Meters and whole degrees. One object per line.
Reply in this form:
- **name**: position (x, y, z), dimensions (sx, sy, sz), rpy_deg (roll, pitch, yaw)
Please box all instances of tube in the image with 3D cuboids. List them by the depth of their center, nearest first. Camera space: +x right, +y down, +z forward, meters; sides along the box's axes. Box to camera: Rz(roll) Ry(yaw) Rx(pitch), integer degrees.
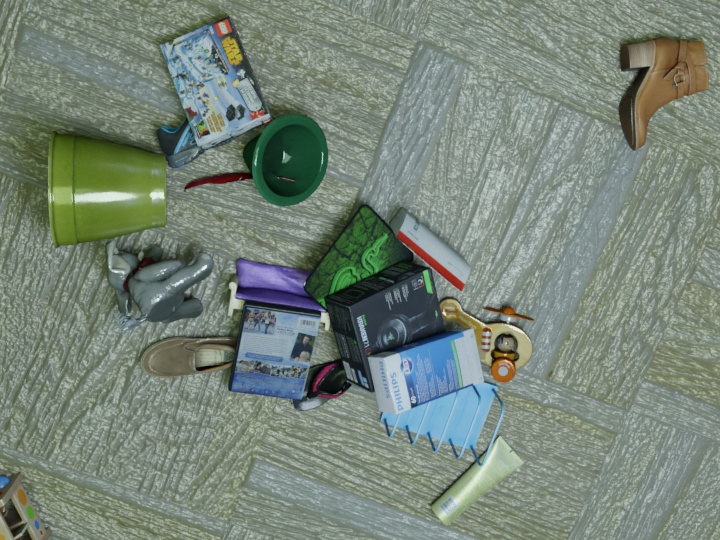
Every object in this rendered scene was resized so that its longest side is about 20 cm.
- **tube**: position (0.229, 0.423, 1.862), dimensions (0.200, 0.052, 0.058), rpy_deg (-43, 143, 2)

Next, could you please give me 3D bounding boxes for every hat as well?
- **hat**: position (-0.187, -0.213, 1.713), dimensions (0.199, 0.176, 0.167), rpy_deg (-8, 109, -43)

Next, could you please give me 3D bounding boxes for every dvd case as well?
- **dvd case**: position (-0.160, 0.149, 1.723), dimensions (0.142, 0.018, 0.201), rpy_deg (9, 121, -10)

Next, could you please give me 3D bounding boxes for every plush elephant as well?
- **plush elephant**: position (-0.387, 0.016, 1.692), dimensions (0.199, 0.165, 0.155), rpy_deg (-27, 63, -30)

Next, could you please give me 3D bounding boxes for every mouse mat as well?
- **mouse mat**: position (0.000, 0.000, 1.720), dimensions (0.161, 0.008, 0.200), rpy_deg (44, 76, -30)

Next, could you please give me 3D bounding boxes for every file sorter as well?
- **file sorter**: position (0.156, 0.270, 1.784), dimensions (0.199, 0.123, 0.140), rpy_deg (18, 99, -7)

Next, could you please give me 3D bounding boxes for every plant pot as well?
- **plant pot**: position (-0.435, -0.139, 1.633), dimensions (0.192, 0.200, 0.202), rpy_deg (0, 102, -12)

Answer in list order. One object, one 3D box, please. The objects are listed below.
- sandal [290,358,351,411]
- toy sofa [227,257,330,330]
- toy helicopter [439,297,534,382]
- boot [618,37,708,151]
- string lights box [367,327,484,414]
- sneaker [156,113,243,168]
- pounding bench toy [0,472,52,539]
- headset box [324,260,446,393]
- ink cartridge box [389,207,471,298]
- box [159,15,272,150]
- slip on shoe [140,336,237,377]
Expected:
- **sandal**: position (-0.047, 0.207, 1.796), dimensions (0.199, 0.045, 0.075), rpy_deg (-27, 102, 2)
- **toy sofa**: position (-0.145, 0.043, 1.736), dimensions (0.199, 0.083, 0.098), rpy_deg (9, 102, -6)
- **toy helicopter**: position (0.241, 0.110, 1.784), dimensions (0.199, 0.079, 0.133), rpy_deg (33, 105, 3)
- **boot**: position (0.558, -0.325, 1.720), dimensions (0.154, 0.077, 0.201), rpy_deg (-5, 95, -7)
- **string lights box**: position (0.119, 0.176, 1.668), dimensions (0.199, 0.059, 0.103), rpy_deg (-15, 96, -30)
- **sneaker**: position (-0.269, -0.257, 1.670), dimensions (0.199, 0.073, 0.082), rpy_deg (-27, 103, 2)
- **pounding bench toy**: position (-0.722, 0.495, 1.770), dimensions (0.199, 0.124, 0.157), rpy_deg (-23, 102, 1)
- **headset box**: position (0.057, 0.097, 1.714), dimensions (0.199, 0.093, 0.175), rpy_deg (-24, 111, -27)
- **ink cartridge box**: position (0.132, -0.034, 1.678), dimensions (0.160, 0.200, 0.047), rpy_deg (40, 96, -11)
- **box**: position (-0.252, -0.328, 1.636), dimensions (0.136, 0.040, 0.201), rpy_deg (-22, 78, 2)
- **slip on shoe**: position (-0.316, 0.166, 1.761), dimensions (0.199, 0.061, 0.077), rpy_deg (-3, 102, -3)
